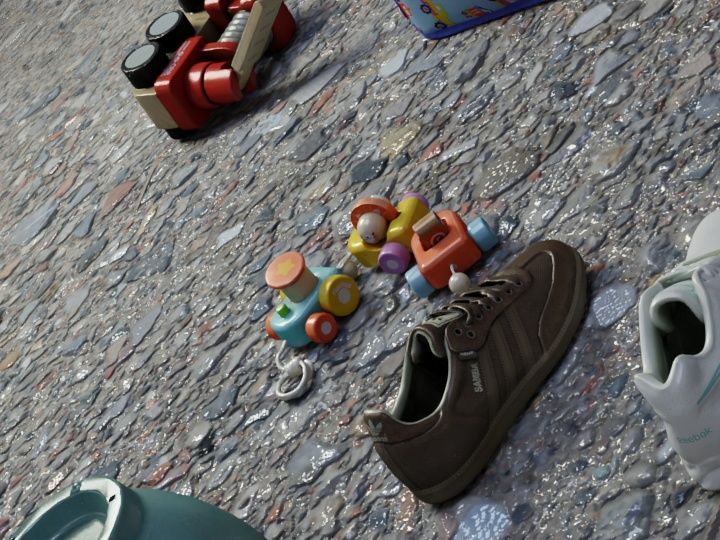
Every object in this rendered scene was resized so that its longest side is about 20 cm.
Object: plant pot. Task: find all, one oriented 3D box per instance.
[{"bbox_3d":[-0.147,0.211,1.108,0.200,0.134,0.201,-34,26,19],"label":"plant pot"}]

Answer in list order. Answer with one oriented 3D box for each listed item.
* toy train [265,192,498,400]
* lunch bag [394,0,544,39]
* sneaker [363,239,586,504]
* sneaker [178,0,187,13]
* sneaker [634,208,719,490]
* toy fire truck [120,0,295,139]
[{"bbox_3d":[0.000,0.000,1.318,0.200,0.056,0.150,-36,26,14],"label":"toy train"},{"bbox_3d":[0.073,-0.281,1.541,0.199,0.151,0.094,-21,32,38],"label":"lunch bag"},{"bbox_3d":[0.073,0.044,1.119,0.070,0.076,0.200,-10,41,49],"label":"sneaker"},{"bbox_3d":[-0.171,-0.328,2.069,0.088,0.074,0.200,-25,21,32],"label":"sneaker"},{"bbox_3d":[0.191,0.021,0.982,0.070,0.080,0.201,-28,27,32],"label":"sneaker"},{"bbox_3d":[-0.121,-0.234,1.806,0.199,0.129,0.176,-1,46,39],"label":"toy fire truck"}]
